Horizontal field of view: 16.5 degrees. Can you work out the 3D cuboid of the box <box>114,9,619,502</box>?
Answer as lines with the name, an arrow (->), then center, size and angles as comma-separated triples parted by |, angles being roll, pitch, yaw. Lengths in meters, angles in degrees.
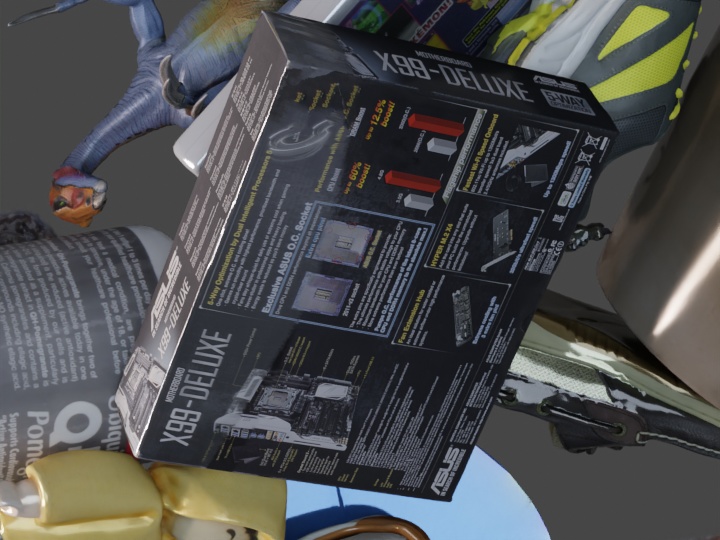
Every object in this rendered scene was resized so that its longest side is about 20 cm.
box -> 0.000, 0.000, 1.069 | 0.157, 0.050, 0.201 | 10, 118, -24

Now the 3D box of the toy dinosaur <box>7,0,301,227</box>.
toy dinosaur -> -0.064, -0.089, 1.151 | 0.199, 0.105, 0.182 | 16, 123, -39

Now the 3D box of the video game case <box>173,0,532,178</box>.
video game case -> 0.024, -0.089, 1.139 | 0.200, 0.182, 0.023 | -48, 57, 0

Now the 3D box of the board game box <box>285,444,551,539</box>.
board game box -> -0.002, 0.166, 1.213 | 0.199, 0.039, 0.159 | -13, 90, -8

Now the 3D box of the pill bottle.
pill bottle -> -0.134, 0.039, 1.144 | 0.199, 0.111, 0.111 | -9, 95, -21

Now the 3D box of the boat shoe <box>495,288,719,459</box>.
boat shoe -> 0.108, 0.055, 1.202 | 0.199, 0.073, 0.065 | 24, 107, -4

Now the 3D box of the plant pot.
plant pot -> 0.208, -0.026, 1.154 | 0.200, 0.200, 0.174 | 39, 108, -6

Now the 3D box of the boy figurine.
boy figurine -> -0.128, 0.126, 1.116 | 0.199, 0.125, 0.065 | -13, 53, -10

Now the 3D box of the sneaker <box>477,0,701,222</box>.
sneaker -> 0.119, -0.106, 1.122 | 0.085, 0.075, 0.200 | 40, 99, -24

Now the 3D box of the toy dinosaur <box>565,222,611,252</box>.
toy dinosaur -> 0.072, -0.040, 1.168 | 0.200, 0.047, 0.088 | -30, 103, -22

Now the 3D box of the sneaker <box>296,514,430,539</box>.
sneaker -> -0.056, 0.164, 1.135 | 0.199, 0.085, 0.073 | -29, 83, -12
